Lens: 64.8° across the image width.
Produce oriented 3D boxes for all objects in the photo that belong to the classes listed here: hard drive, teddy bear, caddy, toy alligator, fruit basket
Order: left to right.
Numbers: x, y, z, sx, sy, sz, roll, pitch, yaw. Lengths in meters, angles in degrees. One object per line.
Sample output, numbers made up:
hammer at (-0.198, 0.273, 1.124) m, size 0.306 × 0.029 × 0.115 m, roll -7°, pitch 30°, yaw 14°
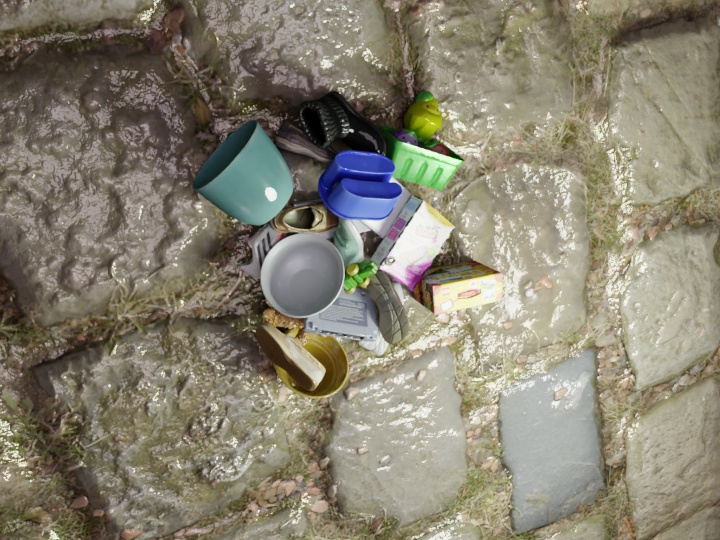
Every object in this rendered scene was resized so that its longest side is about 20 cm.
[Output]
teddy bear at (-0.149, 0.107, 1.408) m, size 0.198 × 0.067 × 0.147 m, roll 31°, pitch 57°, yaw -17°
caddy at (0.000, -0.188, 1.301) m, size 0.196 × 0.105 × 0.144 m, roll 1°, pitch 60°, yaw -28°
toy alligator at (0.000, 0.000, 1.367) m, size 0.197 × 0.055 × 0.059 m, roll -28°, pitch 129°, yaw 21°
hard drive at (0.092, -0.138, 1.444) m, size 0.199 × 0.026 × 0.133 m, roll 35°, pitch 89°, yaw -35°
fruit basket at (0.152, -0.326, 1.389) m, size 0.210 × 0.156 × 0.220 m, roll -8°, pitch 121°, yaw -14°

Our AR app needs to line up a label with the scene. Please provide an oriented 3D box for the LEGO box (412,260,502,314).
LEGO box at (0.251, 0.042, 1.496) m, size 0.195 × 0.149 × 0.079 m, roll -10°, pitch 106°, yaw -16°

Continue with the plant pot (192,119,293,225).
plant pot at (-0.245, -0.199, 1.256) m, size 0.201 × 0.200 × 0.161 m, roll -47°, pitch 119°, yaw -3°

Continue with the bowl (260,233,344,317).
bowl at (-0.131, 0.024, 1.326) m, size 0.195 × 0.091 × 0.206 m, roll -1°, pitch 68°, yaw 2°

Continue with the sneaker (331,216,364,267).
sneaker at (-0.057, -0.056, 1.369) m, size 0.116 × 0.075 × 0.202 m, roll -23°, pitch 149°, yaw -7°

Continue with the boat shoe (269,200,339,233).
boat shoe at (-0.114, -0.120, 1.323) m, size 0.196 × 0.073 × 0.078 m, roll -12°, pitch 103°, yaw -33°

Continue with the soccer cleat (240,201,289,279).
soccer cleat at (-0.224, -0.079, 1.356) m, size 0.083 × 0.069 × 0.204 m, roll 20°, pitch 97°, yaw -15°

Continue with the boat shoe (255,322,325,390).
boat shoe at (-0.165, 0.195, 1.353) m, size 0.200 × 0.074 × 0.069 m, roll 45°, pitch 45°, yaw 3°

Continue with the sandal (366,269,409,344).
sandal at (0.065, 0.088, 1.427) m, size 0.080 × 0.055 × 0.203 m, roll -23°, pitch 104°, yaw 7°

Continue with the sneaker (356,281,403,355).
sneaker at (0.047, 0.119, 1.488) m, size 0.097 × 0.078 × 0.204 m, roll 18°, pitch 96°, yaw -18°

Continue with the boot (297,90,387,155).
boot at (-0.040, -0.311, 1.294) m, size 0.210 × 0.158 × 0.080 m, roll 41°, pitch 122°, yaw -4°

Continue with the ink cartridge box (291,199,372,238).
ink cartridge box at (-0.070, -0.132, 1.410) m, size 0.195 × 0.037 × 0.097 m, roll -10°, pitch 106°, yaw -15°

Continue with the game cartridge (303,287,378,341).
game cartridge at (-0.049, 0.099, 1.409) m, size 0.196 × 0.041 × 0.136 m, roll 13°, pitch 62°, yaw -25°

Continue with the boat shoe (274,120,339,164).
boat shoe at (-0.103, -0.298, 1.340) m, size 0.196 × 0.074 × 0.075 m, roll 15°, pitch 98°, yaw -22°

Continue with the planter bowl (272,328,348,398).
planter bowl at (-0.133, 0.247, 1.428) m, size 0.195 × 0.204 × 0.084 m, roll 7°, pitch 139°, yaw -20°

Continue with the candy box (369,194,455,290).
candy box at (0.133, -0.068, 1.442) m, size 0.135 × 0.061 × 0.202 m, roll 31°, pitch 93°, yaw -35°
